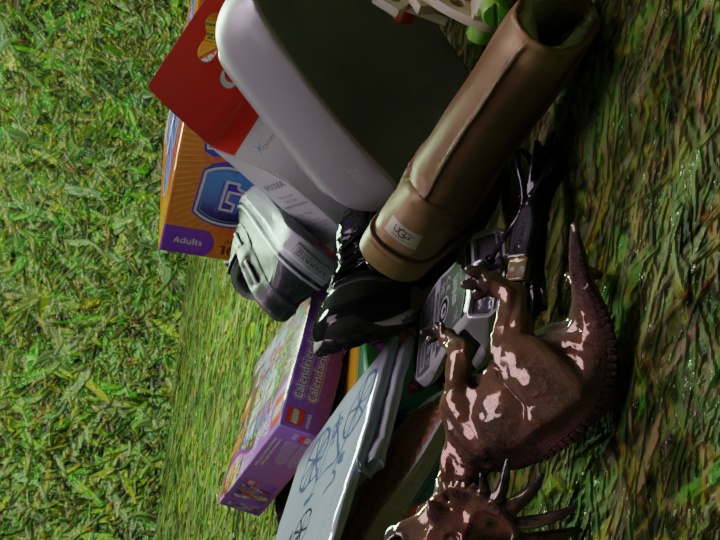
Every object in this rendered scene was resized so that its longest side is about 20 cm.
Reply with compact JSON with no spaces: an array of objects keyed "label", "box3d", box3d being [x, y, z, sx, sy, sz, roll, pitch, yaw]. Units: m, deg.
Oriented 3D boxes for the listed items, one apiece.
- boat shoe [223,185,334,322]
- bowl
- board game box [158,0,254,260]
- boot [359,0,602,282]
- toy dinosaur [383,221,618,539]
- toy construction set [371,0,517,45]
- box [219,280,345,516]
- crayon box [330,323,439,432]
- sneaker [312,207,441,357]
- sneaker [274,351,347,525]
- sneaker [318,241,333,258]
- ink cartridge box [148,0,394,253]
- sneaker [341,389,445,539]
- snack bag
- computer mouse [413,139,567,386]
[{"label":"boat shoe","box3d":[-0.074,-0.012,1.429,0.071,0.072,0.200,-47,15,2]},{"label":"bowl","box3d":[-0.017,-0.142,1.310,0.075,0.200,0.200,-30,17,31]},{"label":"board game box","box3d":[-0.056,-0.137,1.591,0.200,0.199,0.200,-95,17,-55]},{"label":"boot","box3d":[0.089,-0.099,1.163,0.200,0.066,0.175,-57,-1,36]},{"label":"toy dinosaur","box3d":[0.091,0.074,0.982,0.200,0.086,0.136,-54,35,32]},{"label":"toy construction set","box3d":[0.070,-0.214,1.174,0.200,0.131,0.092,113,163,-53]},{"label":"box","box3d":[-0.057,0.099,1.478,0.200,0.039,0.137,126,161,-60]},{"label":"crayon box","box3d":[0.006,0.147,1.405,0.119,0.058,0.200,-96,19,-53]},{"label":"sneaker","box3d":[0.000,0.000,1.291,0.200,0.076,0.088,-36,-73,-74]},{"label":"sneaker","box3d":[-0.014,0.129,1.534,0.082,0.073,0.200,-91,22,-74]},{"label":"sneaker","box3d":[-0.005,-0.008,1.483,0.116,0.078,0.200,-102,35,-57]},{"label":"ink cartridge box","box3d":[-0.038,-0.134,1.391,0.047,0.200,0.160,-12,42,55]},{"label":"sneaker","box3d":[0.035,0.176,1.220,0.200,0.080,0.071,-61,18,-11]},{"label":"snack bag","box3d":[-0.025,0.163,1.249,0.189,0.021,0.200,-55,14,51]},{"label":"computer mouse","box3d":[0.083,0.012,1.165,0.200,0.044,0.110,122,156,-58]}]
